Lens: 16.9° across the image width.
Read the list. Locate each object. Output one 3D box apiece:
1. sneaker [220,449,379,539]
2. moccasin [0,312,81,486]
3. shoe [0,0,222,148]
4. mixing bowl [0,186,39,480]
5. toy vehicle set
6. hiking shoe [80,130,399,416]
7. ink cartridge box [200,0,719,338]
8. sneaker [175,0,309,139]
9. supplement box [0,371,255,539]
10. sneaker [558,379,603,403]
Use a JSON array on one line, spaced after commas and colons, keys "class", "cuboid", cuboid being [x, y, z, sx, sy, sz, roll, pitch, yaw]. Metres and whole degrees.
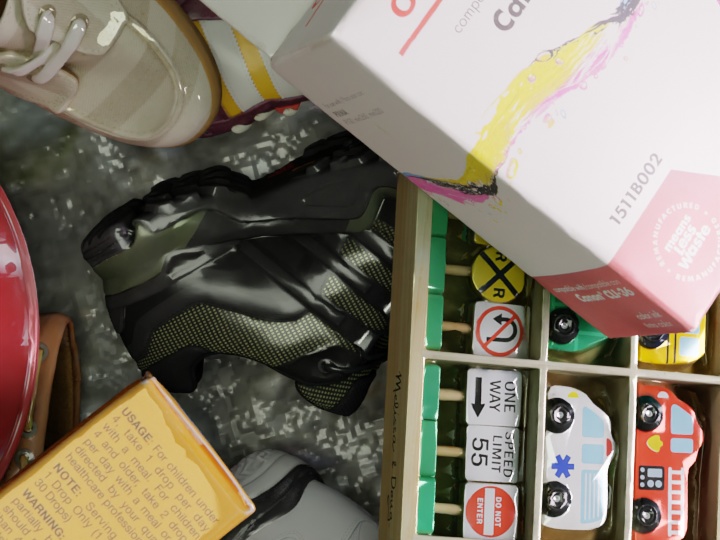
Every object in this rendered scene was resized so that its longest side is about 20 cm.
[{"class": "sneaker", "cuboid": [-0.034, 0.171, 0.893, 0.115, 0.075, 0.200, 19, 75, 29]}, {"class": "moccasin", "cuboid": [-0.119, 0.117, 0.929, 0.078, 0.074, 0.202, -8, 84, 9]}, {"class": "shoe", "cuboid": [-0.141, -0.100, 0.859, 0.200, 0.053, 0.070, 33, 126, -1]}, {"class": "mixing bowl", "cuboid": [-0.229, 0.022, 0.873, 0.200, 0.108, 0.200, -1, 85, 19]}, {"class": "toy vehicle set", "cuboid": [0.070, 0.067, 0.859, 0.124, 0.027, 0.200, 5, 83, -16]}, {"class": "hiking shoe", "cuboid": [0.000, 0.000, 0.926, 0.200, 0.076, 0.101, -13, 105, 8]}, {"class": "ink cartridge box", "cuboid": [0.054, -0.082, 0.814, 0.200, 0.067, 0.117, 37, 75, -14]}, {"class": "sneaker", "cuboid": [-0.030, -0.088, 0.920, 0.200, 0.075, 0.090, 17, 116, -5]}, {"class": "supplement box", "cuboid": [-0.133, 0.122, 0.858, 0.200, 0.067, 0.069, -41, 94, -5]}, {"class": "sneaker", "cuboid": [0.083, 0.097, 0.910, 0.091, 0.078, 0.200, -21, 85, -27]}]
